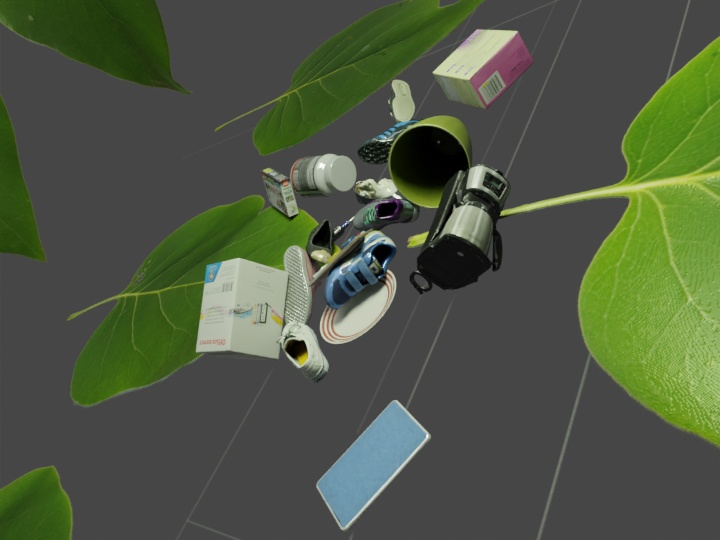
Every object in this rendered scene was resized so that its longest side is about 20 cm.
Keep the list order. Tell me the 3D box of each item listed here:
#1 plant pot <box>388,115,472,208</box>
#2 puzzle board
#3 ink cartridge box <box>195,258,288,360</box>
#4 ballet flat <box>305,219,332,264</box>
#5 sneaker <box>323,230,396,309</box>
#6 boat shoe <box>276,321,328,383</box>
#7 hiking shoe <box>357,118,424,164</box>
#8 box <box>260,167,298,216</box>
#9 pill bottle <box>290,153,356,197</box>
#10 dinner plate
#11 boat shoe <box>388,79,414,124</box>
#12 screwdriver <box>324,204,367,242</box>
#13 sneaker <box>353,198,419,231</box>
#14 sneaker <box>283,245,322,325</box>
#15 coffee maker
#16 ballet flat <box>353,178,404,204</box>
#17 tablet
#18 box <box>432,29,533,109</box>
[{"bbox_3d":[0.178,-0.271,1.494,0.184,0.190,0.201,-21,20,31],"label":"plant pot"},{"bbox_3d":[-0.042,-0.034,1.475,0.150,0.017,0.200,-43,-2,14],"label":"puzzle board"},{"bbox_3d":[-0.267,0.095,1.495,0.145,0.142,0.206,-8,72,46],"label":"ink cartridge box"},{"bbox_3d":[-0.095,-0.069,1.577,0.058,0.065,0.201,-61,16,20],"label":"ballet flat"},{"bbox_3d":[0.000,0.000,1.395,0.201,0.074,0.082,-50,33,-11],"label":"sneaker"},{"bbox_3d":[-0.138,0.154,1.378,0.075,0.086,0.202,-45,34,4],"label":"boat shoe"},{"bbox_3d":[0.085,-0.352,1.807,0.195,0.076,0.088,-14,31,24],"label":"hiking shoe"},{"bbox_3d":[-0.247,-0.241,2.009,0.034,0.113,0.199,-21,25,-17],"label":"box"},{"bbox_3d":[-0.105,-0.268,1.869,0.198,0.116,0.117,6,54,52],"label":"pill bottle"},{"bbox_3d":[-0.002,0.078,1.392,0.197,0.024,0.203,-31,32,22],"label":"dinner plate"},{"bbox_3d":[0.117,-0.482,1.950,0.203,0.070,0.068,-91,19,-45],"label":"boat shoe"},{"bbox_3d":[-0.020,-0.137,1.686,0.200,0.029,0.028,-46,12,-6],"label":"screwdriver"},{"bbox_3d":[0.041,-0.138,1.533,0.197,0.086,0.077,-12,78,42],"label":"sneaker"},{"bbox_3d":[-0.127,0.051,1.544,0.074,0.104,0.206,-15,68,24],"label":"sneaker"},{"bbox_3d":[0.184,-0.081,1.260,0.189,0.135,0.203,-13,40,42],"label":"coffee maker"},{"bbox_3d":[0.048,-0.191,1.620,0.074,0.073,0.198,-51,35,-17],"label":"ballet flat"},{"bbox_3d":[0.018,0.313,1.073,0.200,0.014,0.130,-45,29,-6],"label":"tablet"},{"bbox_3d":[0.315,-0.527,1.717,0.176,0.097,0.200,-44,30,-3],"label":"box"}]
